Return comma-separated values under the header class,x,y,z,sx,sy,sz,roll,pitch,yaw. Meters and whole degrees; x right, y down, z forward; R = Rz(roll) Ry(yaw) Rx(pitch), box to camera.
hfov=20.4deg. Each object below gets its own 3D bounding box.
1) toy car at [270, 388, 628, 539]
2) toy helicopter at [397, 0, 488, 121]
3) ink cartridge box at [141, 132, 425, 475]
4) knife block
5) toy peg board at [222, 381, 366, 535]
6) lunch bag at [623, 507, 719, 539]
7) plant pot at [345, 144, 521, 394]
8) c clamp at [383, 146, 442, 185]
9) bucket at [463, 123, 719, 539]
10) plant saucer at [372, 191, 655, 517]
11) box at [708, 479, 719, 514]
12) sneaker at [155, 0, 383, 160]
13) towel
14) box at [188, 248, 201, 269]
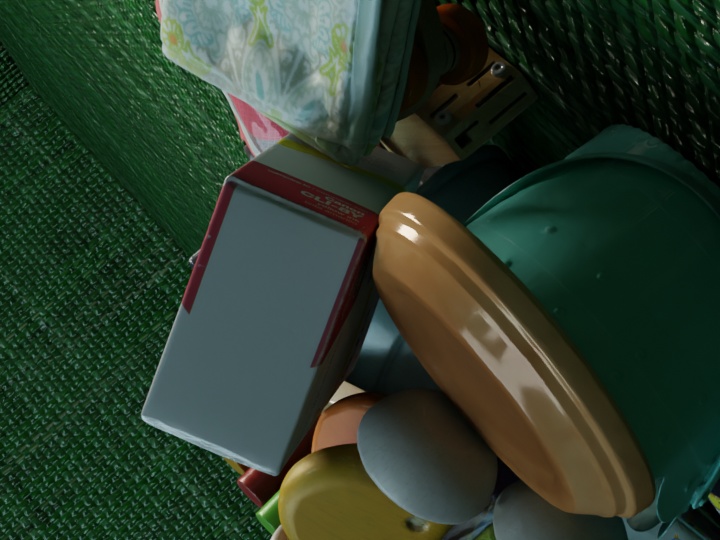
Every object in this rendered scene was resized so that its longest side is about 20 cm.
class,x,y,z,sx,sy,sz,roll,pitch,yaw
toy car,0.053,0.145,1.153,0.200,0.175,0.150,32,-145,-7
toy helicopter,-0.018,-0.179,1.168,0.132,0.079,0.200,-9,104,43
ink cartridge box,-0.037,0.008,1.119,0.083,0.145,0.200,21,-164,5
knife block,0.047,-0.101,1.299,0.200,0.064,0.176,43,170,37
toy peg board,-0.026,0.158,1.329,0.199,0.098,0.200,22,151,55
lunch bag,0.242,0.223,1.499,0.160,0.077,0.200,43,-174,13
plant pot,0.105,0.055,1.304,0.196,0.200,0.200,38,168,17
c clamp,-0.005,-0.033,1.447,0.171,0.200,0.027,26,165,32
bucket,0.145,0.028,1.101,0.207,0.135,0.207,48,171,10
plant saucer,0.069,0.050,1.002,0.200,0.037,0.200,51,171,11
box,0.317,0.205,1.308,0.137,0.038,0.200,53,171,-20
sneaker,-0.057,-0.125,1.276,0.200,0.074,0.087,49,164,0
towel,-0.039,-0.177,1.099,0.171,0.048,0.200,32,126,32
box,-0.002,0.008,1.565,0.124,0.197,0.200,45,171,30
